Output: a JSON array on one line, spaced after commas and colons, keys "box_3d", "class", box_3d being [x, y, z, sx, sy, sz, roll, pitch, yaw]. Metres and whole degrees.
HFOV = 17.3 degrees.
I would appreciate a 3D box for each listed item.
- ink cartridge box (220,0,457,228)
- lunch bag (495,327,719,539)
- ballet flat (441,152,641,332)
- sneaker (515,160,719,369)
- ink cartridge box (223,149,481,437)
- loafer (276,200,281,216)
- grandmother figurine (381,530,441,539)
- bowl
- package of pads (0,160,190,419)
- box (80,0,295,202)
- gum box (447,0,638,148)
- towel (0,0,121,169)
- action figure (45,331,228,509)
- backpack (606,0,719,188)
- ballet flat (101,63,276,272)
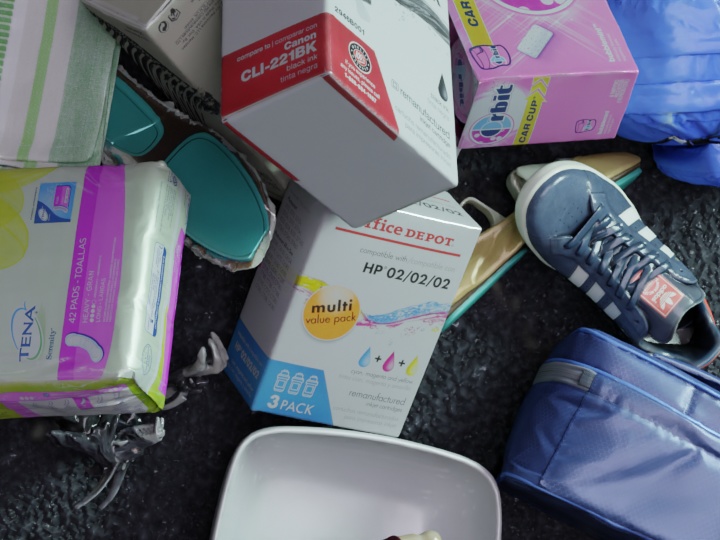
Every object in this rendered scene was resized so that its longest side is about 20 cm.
[{"box_3d": [-0.014, -0.152, 1.470, 0.144, 0.084, 0.200, 38, 39, -44], "class": "ink cartridge box"}, {"box_3d": [0.205, 0.126, 1.612, 0.200, 0.136, 0.133, 26, 82, -1], "class": "lunch bag"}, {"box_3d": [0.107, -0.037, 1.642, 0.200, 0.069, 0.063, -37, 83, -15], "class": "ballet flat"}, {"box_3d": [0.184, 0.000, 1.609, 0.075, 0.085, 0.200, -49, 129, 2], "class": "sneaker"}, {"box_3d": [0.000, 0.000, 1.558, 0.115, 0.068, 0.200, 12, 109, -27], "class": "ink cartridge box"}, {"box_3d": [0.015, -0.081, 1.617, 0.072, 0.063, 0.200, 45, 78, -11], "class": "loafer"}, {"box_3d": [0.023, 0.227, 1.540, 0.200, 0.061, 0.122, 17, 56, -12], "class": "grandmother figurine"}, {"box_3d": [-0.013, 0.208, 1.594, 0.199, 0.075, 0.200, 11, 85, -14], "class": "bowl"}, {"box_3d": [-0.212, 0.016, 1.468, 0.199, 0.068, 0.155, -2, 67, 17], "class": "package of pads"}, {"box_3d": [-0.087, -0.129, 1.534, 0.068, 0.082, 0.200, -51, 133, -10], "class": "box"}, {"box_3d": [0.096, -0.178, 1.591, 0.113, 0.066, 0.200, -5, 50, -18], "class": "gum box"}, {"box_3d": [-0.256, -0.139, 1.527, 0.199, 0.023, 0.153, 6, 77, 4], "class": "towel"}, {"box_3d": [-0.154, 0.052, 1.539, 0.102, 0.119, 0.201, -9, 82, 28], "class": "action figure"}, {"box_3d": [0.249, -0.140, 1.634, 0.199, 0.162, 0.168, -1, 92, -16], "class": "backpack"}, {"box_3d": [-0.124, -0.071, 1.545, 0.072, 0.072, 0.200, -42, 72, -13], "class": "ballet flat"}]
